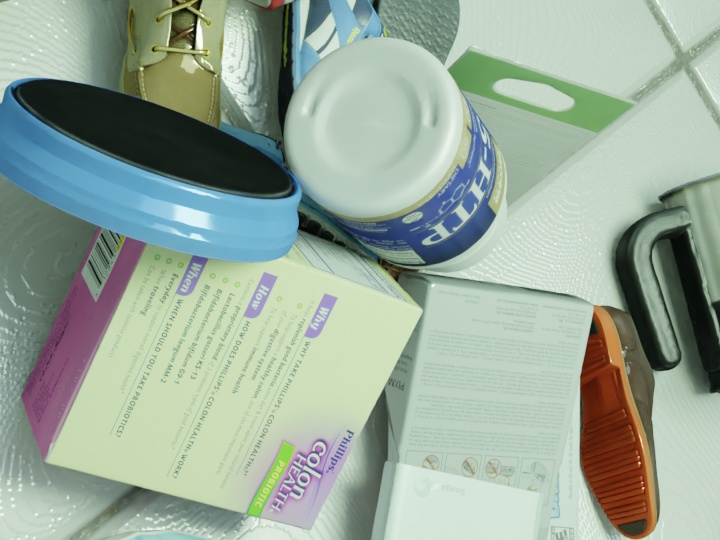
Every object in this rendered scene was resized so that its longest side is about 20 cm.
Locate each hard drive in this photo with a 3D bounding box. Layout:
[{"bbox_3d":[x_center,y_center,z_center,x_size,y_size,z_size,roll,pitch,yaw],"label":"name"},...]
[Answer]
[{"bbox_3d":[0.061,0.251,1.093,0.131,0.026,0.201,15,79,-26],"label":"hard drive"}]

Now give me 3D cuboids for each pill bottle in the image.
[{"bbox_3d":[0.035,-0.067,1.027,0.200,0.119,0.120,38,47,-66],"label":"pill bottle"}]

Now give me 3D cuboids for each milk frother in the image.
[{"bbox_3d":[0.344,0.003,1.303,0.180,0.200,0.189,-10,81,-32],"label":"milk frother"}]

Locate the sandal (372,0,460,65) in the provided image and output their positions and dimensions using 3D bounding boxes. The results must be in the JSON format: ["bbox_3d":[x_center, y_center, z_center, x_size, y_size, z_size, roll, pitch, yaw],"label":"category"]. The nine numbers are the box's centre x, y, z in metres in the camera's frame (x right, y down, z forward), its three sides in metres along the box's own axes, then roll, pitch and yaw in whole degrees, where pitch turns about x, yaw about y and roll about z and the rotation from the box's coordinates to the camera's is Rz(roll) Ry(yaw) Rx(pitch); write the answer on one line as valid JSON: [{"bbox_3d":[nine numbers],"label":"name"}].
[{"bbox_3d":[0.034,-0.164,1.240,0.076,0.043,0.201,14,78,-24],"label":"sandal"}]

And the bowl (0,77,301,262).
[{"bbox_3d":[-0.129,-0.065,0.909,0.200,0.201,0.040,12,107,-32],"label":"bowl"}]

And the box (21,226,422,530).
[{"bbox_3d":[-0.093,0.054,0.992,0.199,0.097,0.176,20,104,-28],"label":"box"}]

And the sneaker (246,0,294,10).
[{"bbox_3d":[-0.088,-0.287,1.124,0.112,0.071,0.200,-31,82,-25],"label":"sneaker"}]

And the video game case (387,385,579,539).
[{"bbox_3d":[0.102,0.124,1.196,0.181,0.024,0.201,11,75,-32],"label":"video game case"}]

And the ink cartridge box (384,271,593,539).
[{"bbox_3d":[0.089,0.109,1.157,0.162,0.057,0.201,8,99,-32],"label":"ink cartridge box"}]

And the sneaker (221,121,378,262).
[{"bbox_3d":[-0.066,-0.062,1.094,0.200,0.078,0.090,36,47,-2],"label":"sneaker"}]

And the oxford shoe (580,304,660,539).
[{"bbox_3d":[0.228,0.124,1.265,0.072,0.071,0.201,0,76,-40],"label":"oxford shoe"}]

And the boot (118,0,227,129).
[{"bbox_3d":[-0.119,-0.190,1.032,0.072,0.156,0.201,6,51,-15],"label":"boot"}]

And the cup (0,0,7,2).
[{"bbox_3d":[-0.275,-0.252,0.981,0.200,0.143,0.201,11,69,-32],"label":"cup"}]

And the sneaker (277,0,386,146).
[{"bbox_3d":[-0.020,-0.163,1.161,0.082,0.074,0.201,8,70,-11],"label":"sneaker"}]

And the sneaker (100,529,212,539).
[{"bbox_3d":[-0.090,0.211,1.007,0.199,0.082,0.074,13,68,-31],"label":"sneaker"}]

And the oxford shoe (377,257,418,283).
[{"bbox_3d":[0.000,0.000,1.143,0.200,0.071,0.071,-44,104,-34],"label":"oxford shoe"}]

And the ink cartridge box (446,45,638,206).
[{"bbox_3d":[0.092,-0.115,1.124,0.145,0.200,0.048,14,60,-23],"label":"ink cartridge box"}]
